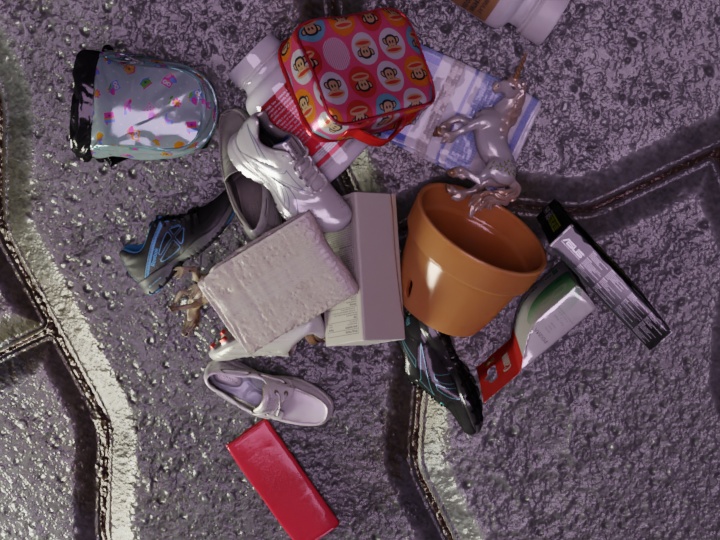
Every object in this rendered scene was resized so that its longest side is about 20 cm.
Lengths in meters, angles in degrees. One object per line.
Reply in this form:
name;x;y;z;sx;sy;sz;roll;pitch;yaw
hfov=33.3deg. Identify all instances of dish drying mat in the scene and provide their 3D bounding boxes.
dish drying mat;-0.116;0.322;1.812;0.076;0.018;0.201;-33;98;8

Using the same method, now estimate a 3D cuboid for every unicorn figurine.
unicorn figurine;0.172;-0.181;1.642;0.136;0.074;0.202;-12;96;-4

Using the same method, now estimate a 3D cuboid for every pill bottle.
pill bottle;0.177;-0.390;1.598;0.199;0.114;0.115;31;102;-5
pill bottle;-0.083;-0.221;1.644;0.112;0.112;0.200;-42;98;10

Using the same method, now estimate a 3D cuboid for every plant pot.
plant pot;0.138;-0.006;1.655;0.199;0.201;0.141;26;119;-4

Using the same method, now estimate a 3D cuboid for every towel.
towel;0.139;-0.211;1.685;0.198;0.024;0.148;25;101;-3
towel;-0.111;0.018;1.616;0.199;0.035;0.133;-29;104;23

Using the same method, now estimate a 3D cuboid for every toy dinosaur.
toy dinosaur;-0.212;0.021;1.703;0.200;0.101;0.059;-38;62;30

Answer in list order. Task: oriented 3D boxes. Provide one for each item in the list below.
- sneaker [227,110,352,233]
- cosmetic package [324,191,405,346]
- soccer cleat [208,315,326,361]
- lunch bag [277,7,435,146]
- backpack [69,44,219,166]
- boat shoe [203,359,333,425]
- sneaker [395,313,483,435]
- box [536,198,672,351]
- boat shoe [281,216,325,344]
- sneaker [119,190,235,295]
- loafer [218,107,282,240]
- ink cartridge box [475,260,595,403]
sneaker;-0.090;-0.127;1.594;0.199;0.075;0.087;39;143;2
cosmetic package;0.000;0.000;1.657;0.072;0.103;0.203;0;84;-33
soccer cleat;-0.136;0.098;1.712;0.199;0.069;0.078;-26;108;33
lunch bag;0.003;-0.247;1.588;0.199;0.082;0.178;-16;80;-36
backpack;-0.292;-0.217;1.646;0.197;0.127;0.169;5;99;-2
boat shoe;-0.136;0.187;1.756;0.198;0.069;0.072;17;101;-3
sneaker;0.114;0.151;1.748;0.079;0.075;0.202;-25;93;18
box;0.326;0.002;1.637;0.047;0.193;0.200;-43;97;9
boat shoe;-0.071;0.008;1.713;0.070;0.071;0.202;-15;111;20
sneaker;-0.255;-0.053;1.706;0.200;0.073;0.082;-41;98;9
loafer;-0.157;-0.136;1.659;0.069;0.070;0.202;-23;74;12
ink cartridge box;0.229;0.081;1.674;0.199;0.161;0.050;-40;98;10
